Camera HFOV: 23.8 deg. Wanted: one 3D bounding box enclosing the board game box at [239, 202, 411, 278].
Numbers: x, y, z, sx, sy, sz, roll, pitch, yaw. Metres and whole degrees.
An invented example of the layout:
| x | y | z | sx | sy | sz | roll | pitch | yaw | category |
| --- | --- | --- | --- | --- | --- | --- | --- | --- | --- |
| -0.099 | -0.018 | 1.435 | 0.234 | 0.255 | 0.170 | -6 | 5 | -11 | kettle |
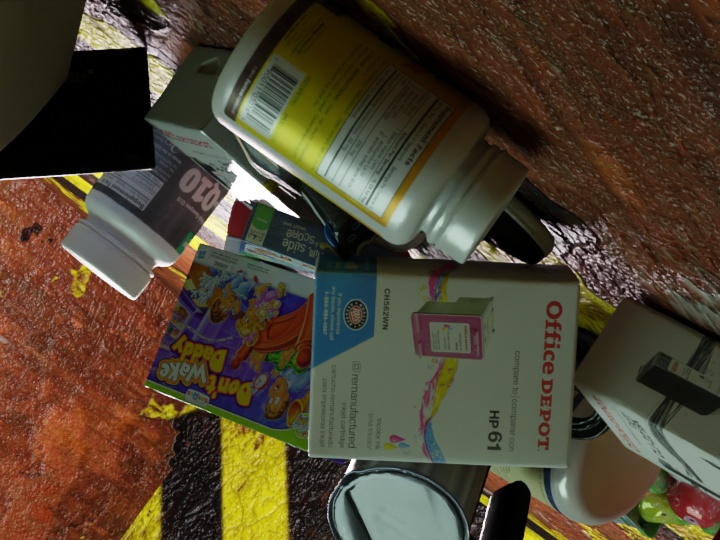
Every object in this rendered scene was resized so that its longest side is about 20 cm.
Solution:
| x | y | z | sx | sy | sz | roll | pitch | yaw | category |
| --- | --- | --- | --- | --- | --- | --- | --- | --- | --- |
| 0.000 | 0.000 | 1.395 | 0.200 | 0.035 | 0.135 | 20 | 175 | -3 | board game box |

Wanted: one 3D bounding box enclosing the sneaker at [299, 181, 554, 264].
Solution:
| x | y | z | sx | sy | sz | roll | pitch | yaw | category |
| --- | --- | --- | --- | --- | --- | --- | --- | --- | --- |
| 0.039 | -0.039 | 1.290 | 0.200 | 0.112 | 0.073 | 36 | 172 | 0 | sneaker |

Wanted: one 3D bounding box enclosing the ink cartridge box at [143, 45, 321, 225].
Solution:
| x | y | z | sx | sy | sz | roll | pitch | yaw | category |
| --- | --- | --- | --- | --- | --- | --- | --- | --- | --- |
| -0.074 | -0.099 | 1.499 | 0.200 | 0.083 | 0.146 | 40 | 170 | -26 | ink cartridge box |

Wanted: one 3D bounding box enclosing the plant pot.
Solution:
| x | y | z | sx | sy | sz | roll | pitch | yaw | category |
| --- | --- | --- | --- | --- | --- | --- | --- | --- | --- |
| -0.339 | -0.220 | 1.437 | 0.200 | 0.200 | 0.177 | 33 | -145 | 17 | plant pot |

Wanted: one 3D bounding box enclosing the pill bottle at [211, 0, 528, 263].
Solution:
| x | y | z | sx | sy | sz | roll | pitch | yaw | category |
| --- | --- | --- | --- | --- | --- | --- | --- | --- | --- |
| 0.009 | -0.092 | 1.133 | 0.200 | 0.109 | 0.109 | 35 | 171 | 4 | pill bottle |

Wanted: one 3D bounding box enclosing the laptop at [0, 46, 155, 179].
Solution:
| x | y | z | sx | sy | sz | roll | pitch | yaw | category |
| --- | --- | --- | --- | --- | --- | --- | --- | --- | --- |
| -0.286 | -0.147 | 1.579 | 0.187 | 0.200 | 0.116 | -5 | 153 | -6 | laptop |

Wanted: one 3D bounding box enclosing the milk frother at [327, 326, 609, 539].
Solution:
| x | y | z | sx | sy | sz | roll | pitch | yaw | category |
| --- | --- | --- | --- | --- | --- | --- | --- | --- | --- |
| 0.099 | 0.142 | 1.406 | 0.180 | 0.200 | 0.188 | 32 | -145 | -5 | milk frother |

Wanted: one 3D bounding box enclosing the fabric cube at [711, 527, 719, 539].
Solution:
| x | y | z | sx | sy | sz | roll | pitch | yaw | category |
| --- | --- | --- | --- | --- | --- | --- | --- | --- | --- |
| 0.391 | 0.293 | 1.404 | 0.199 | 0.200 | 0.196 | 37 | 172 | -4 | fabric cube |

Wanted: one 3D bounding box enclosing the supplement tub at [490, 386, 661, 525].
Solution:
| x | y | z | sx | sy | sz | roll | pitch | yaw | category |
| --- | --- | --- | --- | --- | --- | --- | --- | --- | --- |
| 0.170 | 0.132 | 1.578 | 0.200 | 0.145 | 0.145 | 28 | 168 | 43 | supplement tub |

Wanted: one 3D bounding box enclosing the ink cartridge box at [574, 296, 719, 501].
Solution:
| x | y | z | sx | sy | sz | roll | pitch | yaw | category |
| --- | --- | --- | --- | --- | --- | --- | --- | --- | --- |
| 0.277 | 0.119 | 1.301 | 0.200 | 0.084 | 0.144 | 30 | 170 | 37 | ink cartridge box |

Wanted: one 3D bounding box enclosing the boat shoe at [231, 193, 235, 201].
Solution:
| x | y | z | sx | sy | sz | roll | pitch | yaw | category |
| --- | --- | --- | --- | --- | --- | --- | --- | --- | --- |
| -0.090 | -0.064 | 1.798 | 0.065 | 0.072 | 0.200 | 35 | 166 | 11 | boat shoe |

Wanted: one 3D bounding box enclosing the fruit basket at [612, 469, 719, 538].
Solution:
| x | y | z | sx | sy | sz | roll | pitch | yaw | category |
| --- | --- | --- | --- | --- | --- | --- | --- | --- | --- |
| 0.308 | 0.221 | 1.703 | 0.200 | 0.094 | 0.185 | 22 | 164 | 45 | fruit basket |

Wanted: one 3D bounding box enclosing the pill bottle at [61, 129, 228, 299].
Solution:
| x | y | z | sx | sy | sz | roll | pitch | yaw | category |
| --- | --- | --- | --- | --- | --- | --- | --- | --- | --- |
| -0.206 | -0.077 | 1.736 | 0.113 | 0.200 | 0.113 | 36 | 172 | 6 | pill bottle |

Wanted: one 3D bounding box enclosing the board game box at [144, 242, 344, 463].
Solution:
| x | y | z | sx | sy | sz | roll | pitch | yaw | category |
| --- | --- | --- | --- | --- | --- | --- | --- | --- | --- |
| -0.077 | 0.067 | 1.435 | 0.200 | 0.135 | 0.045 | 16 | 173 | 38 | board game box |

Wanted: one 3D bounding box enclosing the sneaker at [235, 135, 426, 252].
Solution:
| x | y | z | sx | sy | sz | roll | pitch | yaw | category |
| --- | --- | --- | --- | --- | --- | --- | --- | --- | --- |
| -0.029 | -0.091 | 1.376 | 0.200 | 0.078 | 0.079 | 46 | 156 | -7 | sneaker |

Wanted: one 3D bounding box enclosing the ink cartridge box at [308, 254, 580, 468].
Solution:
| x | y | z | sx | sy | sz | roll | pitch | yaw | category |
| --- | --- | --- | --- | --- | --- | --- | --- | --- | --- |
| 0.062 | 0.067 | 1.293 | 0.199 | 0.145 | 0.085 | 2 | -173 | -2 | ink cartridge box |

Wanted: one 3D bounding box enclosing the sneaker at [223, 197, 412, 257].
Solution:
| x | y | z | sx | sy | sz | roll | pitch | yaw | category |
| --- | --- | --- | --- | --- | --- | --- | --- | --- | --- |
| -0.033 | -0.056 | 1.675 | 0.200 | 0.113 | 0.071 | 6 | -177 | -27 | sneaker |
